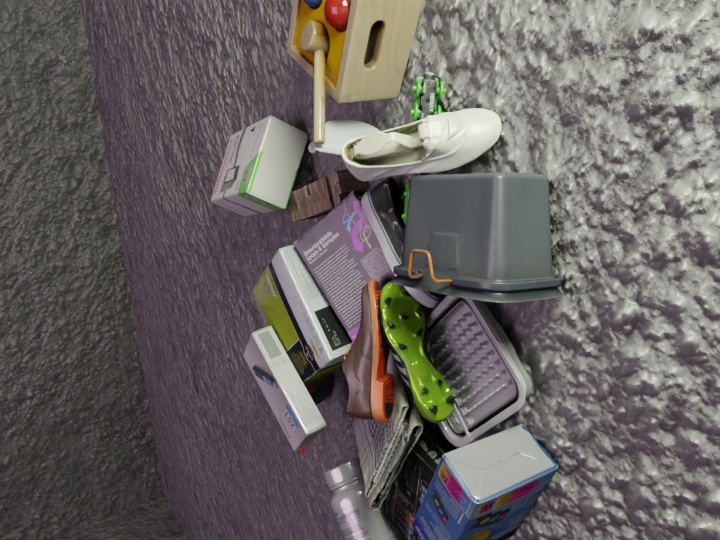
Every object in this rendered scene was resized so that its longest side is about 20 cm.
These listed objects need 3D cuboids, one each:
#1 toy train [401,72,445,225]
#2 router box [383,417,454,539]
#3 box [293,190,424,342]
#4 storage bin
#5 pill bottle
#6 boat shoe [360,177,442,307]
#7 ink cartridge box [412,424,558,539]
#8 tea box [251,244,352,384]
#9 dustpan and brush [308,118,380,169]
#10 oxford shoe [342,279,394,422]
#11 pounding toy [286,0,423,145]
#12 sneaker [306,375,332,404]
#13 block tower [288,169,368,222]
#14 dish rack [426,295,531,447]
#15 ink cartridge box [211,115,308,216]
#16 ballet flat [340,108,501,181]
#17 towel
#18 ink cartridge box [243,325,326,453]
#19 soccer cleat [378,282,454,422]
[{"bbox_3d":[0.079,-0.152,0.803,0.056,0.041,0.201,-99,12,-76],"label":"toy train"},{"bbox_3d":[0.108,0.357,0.977,0.150,0.062,0.201,38,134,47],"label":"router box"},{"bbox_3d":[0.000,0.000,0.940,0.143,0.036,0.201,-36,82,31],"label":"box"},{"bbox_3d":[0.124,-0.044,0.718,0.200,0.145,0.135,9,101,57],"label":"storage bin"},{"bbox_3d":[0.014,0.444,1.120,0.201,0.113,0.113,66,148,15],"label":"pill bottle"},{"bbox_3d":[0.071,-0.046,0.869,0.066,0.070,0.201,-41,61,31],"label":"boat shoe"},{"bbox_3d":[0.154,0.306,0.809,0.076,0.136,0.201,55,144,38],"label":"ink cartridge box"},{"bbox_3d":[-0.074,0.072,1.072,0.201,0.133,0.197,64,147,11],"label":"tea box"},{"bbox_3d":[-0.015,-0.192,0.911,0.201,0.139,0.057,-102,25,-49],"label":"dustpan and brush"},{"bbox_3d":[0.005,0.114,0.883,0.072,0.071,0.202,-2,86,21],"label":"oxford shoe"},{"bbox_3d":[-0.026,-0.307,0.826,0.184,0.141,0.201,51,141,35],"label":"pounding toy"},{"bbox_3d":[-0.099,0.188,1.246,0.088,0.075,0.201,57,140,47],"label":"sneaker"},{"bbox_3d":[-0.061,-0.125,1.048,0.200,0.058,0.054,-10,94,60],"label":"block tower"},{"bbox_3d":[0.145,0.132,0.839,0.172,0.043,0.200,62,147,21],"label":"dish rack"},{"bbox_3d":[-0.194,-0.188,1.155,0.200,0.084,0.146,1,73,58],"label":"ink cartridge box"},{"bbox_3d":[0.065,-0.150,0.733,0.199,0.069,0.070,-9,96,26],"label":"ballet flat"},{"bbox_3d":[0.031,0.238,0.967,0.200,0.034,0.193,-107,35,-57],"label":"towel"},{"bbox_3d":[-0.146,0.225,1.103,0.201,0.045,0.176,57,148,19],"label":"ink cartridge box"},{"bbox_3d":[0.068,0.115,0.856,0.081,0.067,0.201,135,116,-70],"label":"soccer cleat"}]
